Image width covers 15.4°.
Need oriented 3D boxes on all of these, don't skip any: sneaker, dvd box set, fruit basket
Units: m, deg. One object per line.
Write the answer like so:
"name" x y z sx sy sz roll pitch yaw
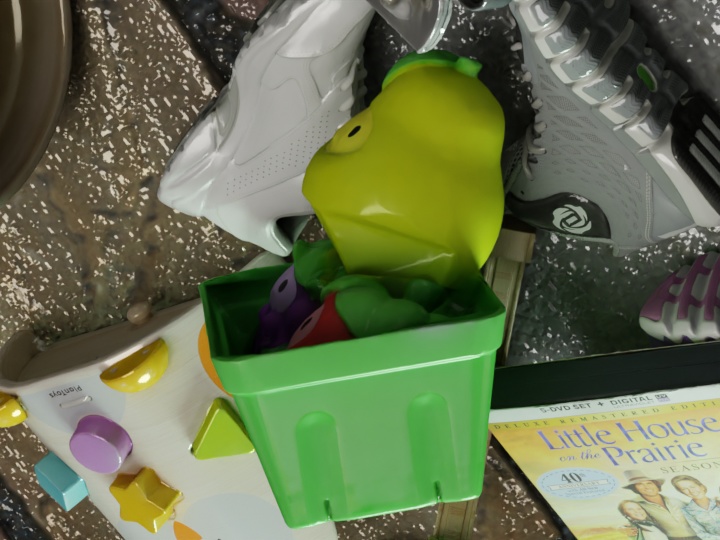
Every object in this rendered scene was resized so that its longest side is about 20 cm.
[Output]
"sneaker" 0.233 0.036 1.276 0.200 0.080 0.089 -2 125 26
"dvd box set" 0.167 0.111 1.330 0.146 0.029 0.200 -8 137 33
"sneaker" -0.021 -0.083 1.340 0.099 0.078 0.200 33 137 -3
"fruit basket" 0.000 0.000 1.266 0.155 0.216 0.216 -9 118 -4
"sneaker" 0.086 -0.084 1.279 0.115 0.075 0.200 -29 104 38

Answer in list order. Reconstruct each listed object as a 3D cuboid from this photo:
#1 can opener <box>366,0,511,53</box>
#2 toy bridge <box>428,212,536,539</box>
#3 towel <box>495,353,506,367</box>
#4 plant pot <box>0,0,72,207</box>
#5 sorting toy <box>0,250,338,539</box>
"can opener" 0.001 -0.171 1.244 0.200 0.067 0.053 50 139 42
"toy bridge" 0.062 0.061 1.366 0.027 0.067 0.200 11 104 3
"towel" -0.013 0.073 1.457 0.086 0.018 0.200 44 127 -10
"plant pot" -0.279 -0.122 1.383 0.173 0.200 0.200 9 123 43
"sorting toy" -0.098 0.107 1.455 0.200 0.107 0.180 -17 111 38
